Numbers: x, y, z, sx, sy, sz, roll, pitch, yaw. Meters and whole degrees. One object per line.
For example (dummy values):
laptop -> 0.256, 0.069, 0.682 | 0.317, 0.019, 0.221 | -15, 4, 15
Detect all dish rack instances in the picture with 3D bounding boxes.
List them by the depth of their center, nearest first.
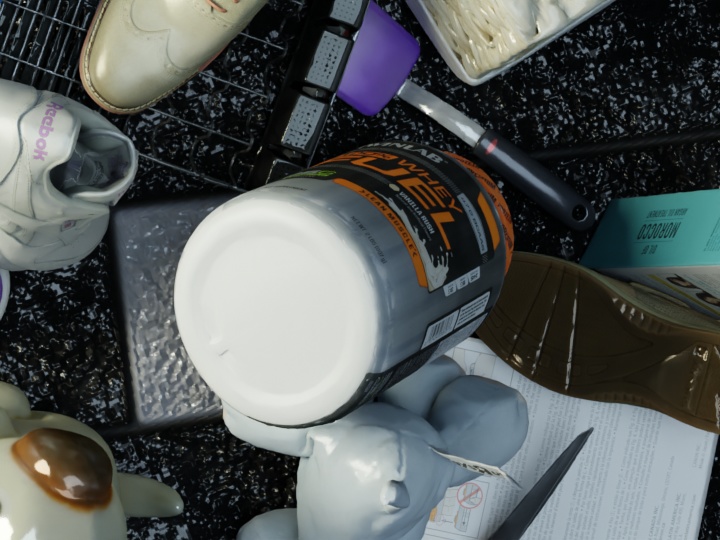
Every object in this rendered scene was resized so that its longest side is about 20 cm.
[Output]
dish rack -> -0.102, -0.127, 1.162 | 0.200, 0.055, 0.154 | 20, 93, -13

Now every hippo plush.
hippo plush -> 0.011, 0.140, 1.165 | 0.159, 0.200, 0.161 | -4, 113, -34

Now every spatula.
spatula -> 0.055, -0.084, 1.227 | 0.200, 0.021, 0.057 | 36, 86, -6

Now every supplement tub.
supplement tub -> 0.000, 0.000, 1.125 | 0.122, 0.200, 0.123 | 7, 106, 25

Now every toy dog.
toy dog -> -0.180, 0.134, 1.083 | 0.194, 0.200, 0.140 | 16, 89, -16

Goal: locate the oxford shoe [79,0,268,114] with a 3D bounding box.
oxford shoe -> -0.070, -0.161, 1.097 | 0.071, 0.074, 0.200 | 40, 90, -16

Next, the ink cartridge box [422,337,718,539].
ink cartridge box -> 0.102, 0.127, 1.257 | 0.200, 0.050, 0.161 | 12, 90, 2

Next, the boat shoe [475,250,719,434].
boat shoe -> 0.153, 0.043, 1.213 | 0.200, 0.065, 0.071 | 24, 101, 21

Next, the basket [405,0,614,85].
basket -> 0.076, -0.220, 1.173 | 0.135, 0.123, 0.200 | -33, 98, -12

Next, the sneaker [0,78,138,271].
sneaker -> -0.154, -0.040, 1.085 | 0.099, 0.200, 0.075 | 11, 78, 13

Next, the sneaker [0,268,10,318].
sneaker -> -0.279, 0.002, 1.106 | 0.200, 0.088, 0.081 | 5, 93, -15

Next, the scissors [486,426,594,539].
scissors -> 0.075, 0.173, 1.222 | 0.200, 0.014, 0.073 | -39, 97, 11

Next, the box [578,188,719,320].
box -> 0.203, -0.004, 1.188 | 0.082, 0.200, 0.049 | 29, 81, -16
